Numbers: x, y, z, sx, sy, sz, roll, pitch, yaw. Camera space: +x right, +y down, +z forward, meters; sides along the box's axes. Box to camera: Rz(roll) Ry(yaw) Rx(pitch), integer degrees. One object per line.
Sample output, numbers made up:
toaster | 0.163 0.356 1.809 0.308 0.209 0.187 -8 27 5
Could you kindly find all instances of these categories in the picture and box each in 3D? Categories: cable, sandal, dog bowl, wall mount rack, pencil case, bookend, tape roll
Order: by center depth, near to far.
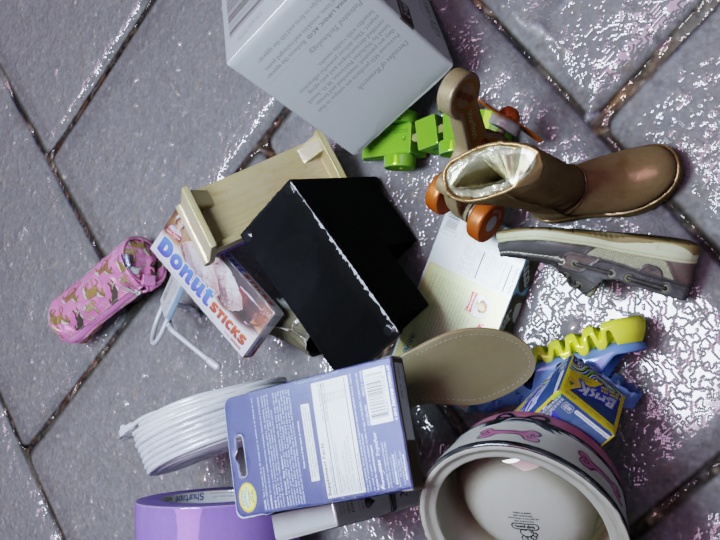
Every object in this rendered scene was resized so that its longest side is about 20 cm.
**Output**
dog bowl | 0.156 0.220 0.843 0.197 0.074 0.203 12 123 19
sandal | 0.204 0.115 0.922 0.198 0.079 0.089 -24 76 32
sandal | 0.072 0.102 0.931 0.208 0.070 0.079 -19 98 8
bookend | 0.000 0.000 1.021 0.092 0.199 0.200 -43 76 26
tape roll | -0.170 0.313 1.088 0.197 0.199 0.087 -6 81 34
cable | -0.176 0.188 1.104 0.199 0.198 0.070 -31 73 49
wall mount rack | -0.203 0.028 1.181 0.203 0.074 0.174 -64 25 12
pencil case | -0.372 0.032 1.329 0.199 0.087 0.083 -33 99 28

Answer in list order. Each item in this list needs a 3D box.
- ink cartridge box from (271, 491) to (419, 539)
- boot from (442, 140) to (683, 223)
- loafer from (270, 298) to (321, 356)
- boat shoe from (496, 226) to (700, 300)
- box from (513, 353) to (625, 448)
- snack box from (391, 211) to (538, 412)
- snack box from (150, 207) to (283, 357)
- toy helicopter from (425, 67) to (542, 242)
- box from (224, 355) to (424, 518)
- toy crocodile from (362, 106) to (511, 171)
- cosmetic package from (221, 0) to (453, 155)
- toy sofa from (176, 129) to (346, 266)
ink cartridge box | -0.018 0.201 0.994 0.083 0.199 0.147 -21 74 27
boot | 0.199 -0.088 0.867 0.173 0.199 0.067 -19 75 32
loafer | -0.072 0.070 1.117 0.197 0.075 0.071 -4 82 37
boat shoe | 0.231 -0.006 0.901 0.197 0.072 0.067 5 93 18
box | 0.170 0.177 0.898 0.070 0.064 0.201 37 127 2
snack box | 0.116 0.041 1.011 0.115 0.037 0.203 27 100 34
snack box | -0.179 0.012 1.118 0.200 0.024 0.072 46 108 23
toy helicopter | 0.121 -0.134 0.922 0.079 0.201 0.132 36 75 33
box | -0.040 0.164 0.876 0.197 0.032 0.124 -16 76 25
toy crocodile | 0.082 -0.155 1.047 0.197 0.061 0.069 -7 80 39
cosmetic package | -0.031 -0.276 1.020 0.164 0.199 0.167 -39 42 26
toy sofa | -0.117 -0.084 1.102 0.084 0.198 0.098 60 160 9
